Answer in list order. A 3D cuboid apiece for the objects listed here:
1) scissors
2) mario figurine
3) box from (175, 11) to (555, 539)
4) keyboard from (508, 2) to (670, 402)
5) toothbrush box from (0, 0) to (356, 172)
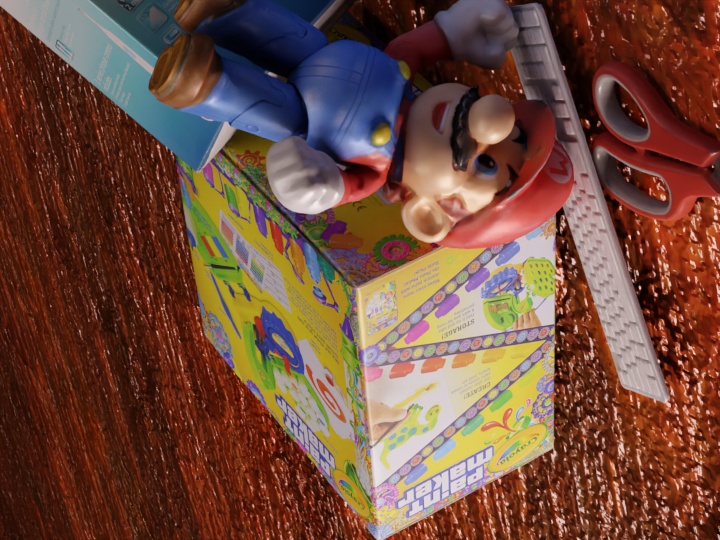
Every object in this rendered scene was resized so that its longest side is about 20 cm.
[{"bbox_3d":[0.160,-0.037,0.853,0.200,0.014,0.073,33,138,51],"label":"scissors"},{"bbox_3d":[0.014,-0.080,0.902,0.123,0.200,0.106,-64,18,9],"label":"mario figurine"},{"bbox_3d":[0.000,0.000,1.087,0.200,0.122,0.193,46,152,39],"label":"box"},{"bbox_3d":[0.107,-0.032,0.956,0.056,0.011,0.200,-143,33,-79],"label":"keyboard"},{"bbox_3d":[-0.106,-0.174,1.003,0.200,0.146,0.085,40,157,-1],"label":"toothbrush box"}]
